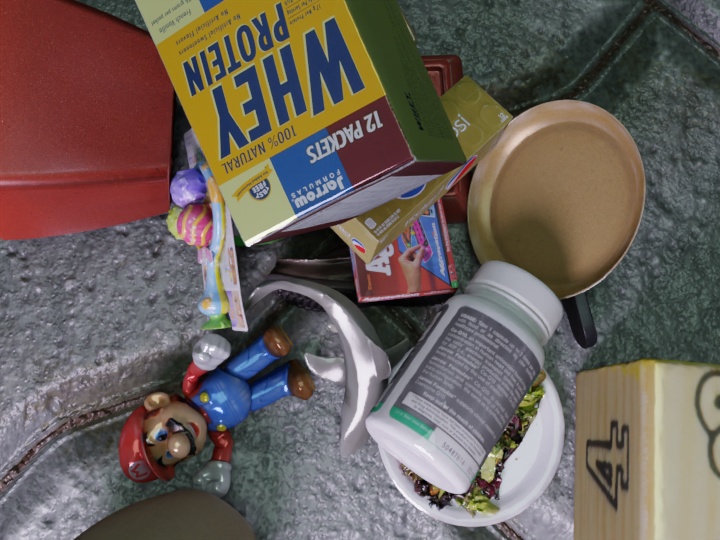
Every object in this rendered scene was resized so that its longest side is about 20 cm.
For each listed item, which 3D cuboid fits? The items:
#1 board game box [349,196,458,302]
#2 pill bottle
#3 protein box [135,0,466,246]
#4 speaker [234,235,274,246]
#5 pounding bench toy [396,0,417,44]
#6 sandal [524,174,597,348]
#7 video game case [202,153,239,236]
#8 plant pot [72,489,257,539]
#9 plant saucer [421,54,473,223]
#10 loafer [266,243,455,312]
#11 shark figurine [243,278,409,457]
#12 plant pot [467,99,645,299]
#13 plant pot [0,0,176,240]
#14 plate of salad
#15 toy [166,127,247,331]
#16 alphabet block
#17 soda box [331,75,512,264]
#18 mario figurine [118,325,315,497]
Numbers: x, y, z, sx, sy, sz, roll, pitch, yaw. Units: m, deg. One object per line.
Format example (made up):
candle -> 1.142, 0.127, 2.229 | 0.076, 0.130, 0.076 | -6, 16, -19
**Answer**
board game box -> 0.033, -0.070, 0.783 | 0.102, 0.019, 0.202 | -6, 71, -9
pill bottle -> 0.103, 0.096, 0.721 | 0.113, 0.113, 0.201 | 36, 72, 4
protein box -> -0.033, -0.143, 0.581 | 0.134, 0.200, 0.200 | -24, 90, 19
speaker -> -0.121, -0.132, 0.808 | 0.088, 0.088, 0.202 | -10, 80, -5
pounding bench toy -> -0.017, -0.220, 0.754 | 0.124, 0.156, 0.201 | -29, 88, 18
sandal -> 0.204, -0.014, 0.810 | 0.045, 0.075, 0.202 | -13, 82, 4
video game case -> -0.131, -0.152, 0.716 | 0.018, 0.143, 0.202 | -10, 72, -27
plant pot -> -0.166, 0.280, 0.688 | 0.199, 0.201, 0.135 | 34, 46, 4
plant saucer -> 0.026, -0.151, 0.845 | 0.197, 0.037, 0.202 | -2, 78, -4
loafer -> 0.000, 0.000, 0.803 | 0.198, 0.073, 0.072 | 1, 69, -8
shark figurine -> -0.009, 0.069, 0.728 | 0.128, 0.089, 0.216 | -36, 112, -16
plant pot -> 0.195, -0.069, 0.766 | 0.027, 0.199, 0.202 | 9, 74, -46
plant pot -> -0.274, -0.143, 0.756 | 0.174, 0.200, 0.202 | 3, 78, -13
plate of salad -> 0.115, 0.159, 0.782 | 0.198, 0.048, 0.202 | 1, 79, -4
toy -> -0.158, -0.040, 0.736 | 0.047, 0.115, 0.202 | -12, 95, -29
alphabet block -> 0.318, 0.196, 0.711 | 0.193, 0.196, 0.202 | 6, 78, -3
soda box -> 0.057, -0.101, 0.753 | 0.068, 0.064, 0.200 | 44, 70, 9
mario figurine -> -0.141, 0.142, 0.741 | 0.199, 0.106, 0.124 | -33, 70, -12
